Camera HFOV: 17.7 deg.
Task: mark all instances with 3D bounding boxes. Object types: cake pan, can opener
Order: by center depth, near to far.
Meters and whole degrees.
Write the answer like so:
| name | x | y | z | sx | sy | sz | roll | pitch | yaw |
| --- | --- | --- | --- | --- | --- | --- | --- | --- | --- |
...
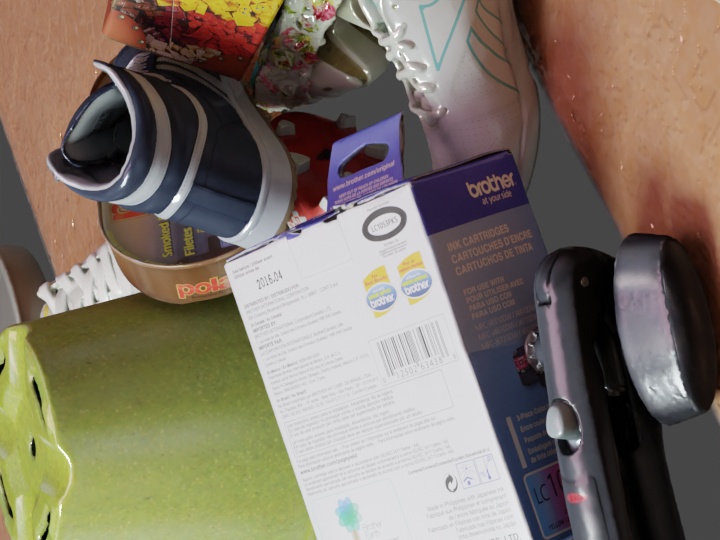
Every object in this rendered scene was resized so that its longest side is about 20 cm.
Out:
| name | x | y | z | sx | sy | sz | roll | pitch | yaw |
| --- | --- | --- | --- | --- | --- | --- | --- | --- | --- |
| can opener | 0.108 | 0.086 | 0.960 | 0.078 | 0.063 | 0.202 | -1 | 95 | 64 |
| cake pan | -0.276 | 0.070 | 1.816 | 0.200 | 0.036 | 0.202 | 174 | 90 | -65 |

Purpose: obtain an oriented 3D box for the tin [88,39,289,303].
| name | x | y | z | sx | sy | sz | roll | pitch | yaw |
| --- | --- | --- | --- | --- | --- | --- | --- | --- | --- |
| tin | -0.091 | -0.061 | 1.274 | 0.201 | 0.111 | 0.042 | -101 | -1 | -46 |

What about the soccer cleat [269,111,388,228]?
| name | x | y | z | sx | sy | sz | roll | pitch | yaw |
| --- | --- | --- | --- | --- | --- | --- | --- | --- | --- |
| soccer cleat | 0.000 | 0.000 | 1.164 | 0.200 | 0.068 | 0.086 | 54 | 141 | 34 |

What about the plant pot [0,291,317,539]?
| name | x | y | z | sx | sy | sz | roll | pitch | yaw |
| --- | --- | --- | --- | --- | --- | --- | --- | --- | --- |
| plant pot | -0.101 | 0.085 | 1.269 | 0.200 | 0.183 | 0.202 | 23 | 116 | 62 |

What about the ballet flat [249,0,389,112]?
| name | x | y | z | sx | sy | sz | roll | pitch | yaw |
| --- | --- | --- | --- | --- | --- | --- | --- | --- | --- |
| ballet flat | -0.008 | -0.130 | 1.163 | 0.064 | 0.076 | 0.200 | 40 | 148 | 9 |

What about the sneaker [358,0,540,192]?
| name | x | y | z | sx | sy | sz | roll | pitch | yaw |
| --- | --- | --- | --- | --- | --- | --- | --- | --- | --- |
| sneaker | 0.036 | -0.110 | 1.054 | 0.070 | 0.080 | 0.202 | 21 | 116 | 60 |

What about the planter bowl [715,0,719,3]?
| name | x | y | z | sx | sy | sz | roll | pitch | yaw |
| --- | --- | --- | --- | --- | --- | --- | --- | --- | --- |
| planter bowl | 0.157 | -0.147 | 0.683 | 0.135 | 0.199 | 0.202 | 73 | -179 | -70 |

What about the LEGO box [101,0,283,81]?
| name | x | y | z | sx | sy | sz | roll | pitch | yaw |
| --- | --- | --- | --- | --- | --- | --- | --- | --- | --- |
| LEGO box | -0.059 | -0.222 | 1.146 | 0.149 | 0.077 | 0.201 | 126 | 156 | -56 |

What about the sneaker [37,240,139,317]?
| name | x | y | z | sx | sy | sz | roll | pitch | yaw |
| --- | --- | --- | --- | --- | --- | --- | --- | --- | --- |
| sneaker | -0.164 | 0.022 | 1.514 | 0.200 | 0.080 | 0.077 | 122 | 137 | -51 |

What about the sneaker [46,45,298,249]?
| name | x | y | z | sx | sy | sz | roll | pitch | yaw |
| --- | --- | --- | --- | --- | --- | --- | --- | --- | --- |
| sneaker | -0.114 | -0.082 | 1.179 | 0.070 | 0.108 | 0.200 | -64 | 34 | 16 |

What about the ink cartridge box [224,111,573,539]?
| name | x | y | z | sx | sy | sz | roll | pitch | yaw |
| --- | --- | --- | --- | --- | --- | --- | --- | --- | --- |
| ink cartridge box | 0.024 | 0.034 | 1.036 | 0.136 | 0.076 | 0.202 | -21 | 89 | 45 |
